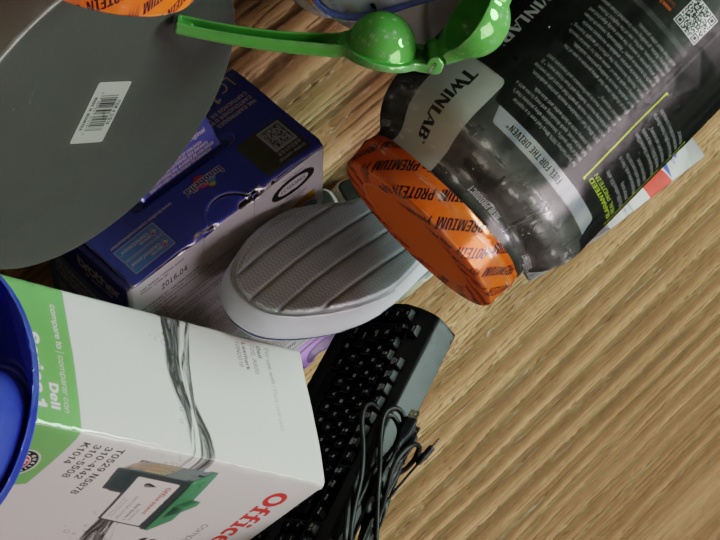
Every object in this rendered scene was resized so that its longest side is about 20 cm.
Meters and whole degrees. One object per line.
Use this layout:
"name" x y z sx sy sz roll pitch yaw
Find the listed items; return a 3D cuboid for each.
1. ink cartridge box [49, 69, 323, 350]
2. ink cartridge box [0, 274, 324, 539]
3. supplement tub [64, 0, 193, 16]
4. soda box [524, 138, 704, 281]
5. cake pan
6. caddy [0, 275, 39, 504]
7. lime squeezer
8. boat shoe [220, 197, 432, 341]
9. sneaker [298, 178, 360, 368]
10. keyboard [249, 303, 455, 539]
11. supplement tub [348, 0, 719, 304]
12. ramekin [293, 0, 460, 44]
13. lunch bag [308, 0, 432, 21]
"ink cartridge box" -0.089 -0.009 1.317 0.136 0.076 0.200 -38 155 -25
"ink cartridge box" -0.138 0.088 1.236 0.200 0.084 0.146 16 139 -39
"supplement tub" -0.079 -0.209 0.982 0.122 0.122 0.200 -16 137 -50
"soda box" 0.147 -0.059 1.581 0.068 0.063 0.200 -35 179 28
"cake pan" -0.131 -0.080 1.133 0.200 0.037 0.200 -39 154 -23
"caddy" -0.230 0.067 1.088 0.200 0.142 0.105 -32 155 21
"lime squeezer" 0.021 -0.115 1.114 0.200 0.038 0.071 -19 140 12
"boat shoe" 0.000 0.000 1.311 0.200 0.072 0.062 -26 151 -45
"sneaker" -0.039 0.021 1.473 0.200 0.081 0.083 -37 167 -5
"keyboard" -0.016 0.094 1.283 0.040 0.104 0.200 49 57 -40
"supplement tub" 0.096 -0.086 1.216 0.200 0.122 0.123 -45 155 -10
"ramekin" 0.054 -0.194 1.270 0.202 0.094 0.203 -39 153 -23
"lunch bag" 0.014 -0.212 1.103 0.160 0.076 0.200 -15 129 6
